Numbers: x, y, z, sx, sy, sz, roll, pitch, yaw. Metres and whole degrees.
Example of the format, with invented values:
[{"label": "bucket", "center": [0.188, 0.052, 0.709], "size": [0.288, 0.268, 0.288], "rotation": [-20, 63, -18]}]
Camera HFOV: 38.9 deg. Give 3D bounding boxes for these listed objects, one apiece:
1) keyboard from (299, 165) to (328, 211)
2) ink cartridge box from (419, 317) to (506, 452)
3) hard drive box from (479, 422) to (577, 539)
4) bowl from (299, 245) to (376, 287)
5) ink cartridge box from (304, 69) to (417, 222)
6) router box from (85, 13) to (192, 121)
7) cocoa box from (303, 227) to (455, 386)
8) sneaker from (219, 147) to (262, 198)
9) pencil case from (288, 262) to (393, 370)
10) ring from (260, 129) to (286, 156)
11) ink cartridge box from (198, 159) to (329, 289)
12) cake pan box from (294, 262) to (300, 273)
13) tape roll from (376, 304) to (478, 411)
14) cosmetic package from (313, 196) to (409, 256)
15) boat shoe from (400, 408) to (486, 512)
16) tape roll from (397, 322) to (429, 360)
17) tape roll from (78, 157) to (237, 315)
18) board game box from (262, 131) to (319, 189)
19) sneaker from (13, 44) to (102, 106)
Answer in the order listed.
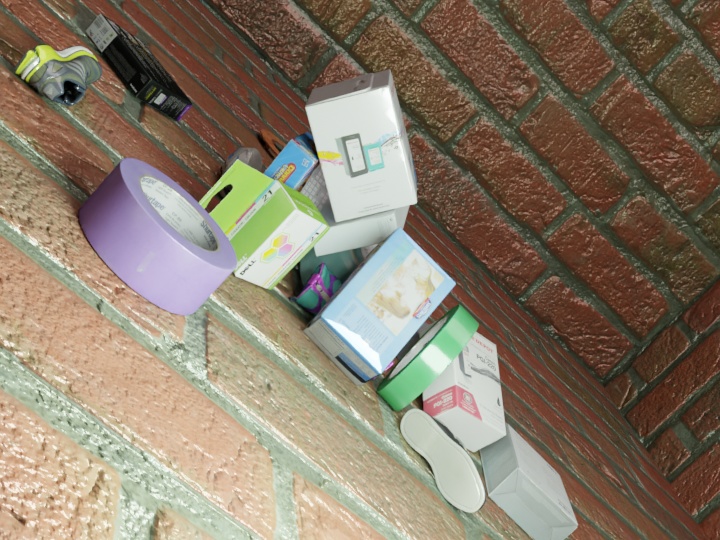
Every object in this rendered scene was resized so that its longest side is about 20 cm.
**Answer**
[{"label": "keyboard", "center": [-0.102, -0.105, 1.862], "size": [0.056, 0.202, 0.011], "rotation": [37, -19, -19]}, {"label": "ink cartridge box", "center": [0.184, 0.203, 1.856], "size": [0.145, 0.084, 0.202], "rotation": [33, 38, -34]}, {"label": "hard drive box", "center": [0.300, 0.388, 1.841], "size": [0.156, 0.077, 0.200], "rotation": [44, 12, -8]}, {"label": "bowl", "center": [0.000, 0.000, 1.833], "size": [0.198, 0.105, 0.203], "rotation": [22, 46, -25]}, {"label": "ink cartridge box", "center": [0.005, -0.213, 1.711], "size": [0.147, 0.143, 0.203], "rotation": [-82, 159, -69]}, {"label": "router box", "center": [-0.429, -0.393, 1.981], "size": [0.201, 0.051, 0.149], "rotation": [51, 11, 23]}, {"label": "cocoa box", "center": [0.029, 0.058, 1.607], "size": [0.133, 0.200, 0.131], "rotation": [43, -21, -2]}, {"label": "sneaker", "center": [-0.238, -0.176, 1.929], "size": [0.201, 0.071, 0.073], "rotation": [-72, 146, -64]}, {"label": "pencil case", "center": [-0.022, 0.086, 1.709], "size": [0.200, 0.085, 0.092], "rotation": [45, -5, -2]}, {"label": "ring", "center": [-0.181, -0.277, 2.561], "size": [0.200, 0.019, 0.201], "rotation": [43, 11, -10]}, {"label": "ink cartridge box", "center": [-0.163, -0.066, 1.568], "size": [0.076, 0.148, 0.199], "rotation": [52, 14, 29]}, {"label": "cake pan box", "center": [-0.096, -0.037, 1.956], "size": [0.184, 0.052, 0.200], "rotation": [43, 11, -3]}, {"label": "tape roll", "center": [0.111, 0.144, 1.691], "size": [0.048, 0.201, 0.200], "rotation": [43, 11, 0]}, {"label": "cosmetic package", "center": [0.004, -0.096, 1.773], "size": [0.201, 0.148, 0.052], "rotation": [-69, 147, -65]}, {"label": "boat shoe", "center": [0.138, 0.298, 1.598], "size": [0.060, 0.074, 0.200], "rotation": [24, 16, -49]}, {"label": "tape roll", "center": [0.151, 0.188, 2.026], "size": [0.200, 0.066, 0.201], "rotation": [44, 11, -10]}, {"label": "tape roll", "center": [-0.258, -0.044, 1.311], "size": [0.200, 0.085, 0.200], "rotation": [43, 12, -12]}, {"label": "board game box", "center": [-0.146, -0.137, 1.738], "size": [0.056, 0.200, 0.196], "rotation": [40, 12, -3]}, {"label": "sneaker", "center": [-0.445, -0.288, 1.547], "size": [0.081, 0.074, 0.200], "rotation": [52, 19, -1]}]
